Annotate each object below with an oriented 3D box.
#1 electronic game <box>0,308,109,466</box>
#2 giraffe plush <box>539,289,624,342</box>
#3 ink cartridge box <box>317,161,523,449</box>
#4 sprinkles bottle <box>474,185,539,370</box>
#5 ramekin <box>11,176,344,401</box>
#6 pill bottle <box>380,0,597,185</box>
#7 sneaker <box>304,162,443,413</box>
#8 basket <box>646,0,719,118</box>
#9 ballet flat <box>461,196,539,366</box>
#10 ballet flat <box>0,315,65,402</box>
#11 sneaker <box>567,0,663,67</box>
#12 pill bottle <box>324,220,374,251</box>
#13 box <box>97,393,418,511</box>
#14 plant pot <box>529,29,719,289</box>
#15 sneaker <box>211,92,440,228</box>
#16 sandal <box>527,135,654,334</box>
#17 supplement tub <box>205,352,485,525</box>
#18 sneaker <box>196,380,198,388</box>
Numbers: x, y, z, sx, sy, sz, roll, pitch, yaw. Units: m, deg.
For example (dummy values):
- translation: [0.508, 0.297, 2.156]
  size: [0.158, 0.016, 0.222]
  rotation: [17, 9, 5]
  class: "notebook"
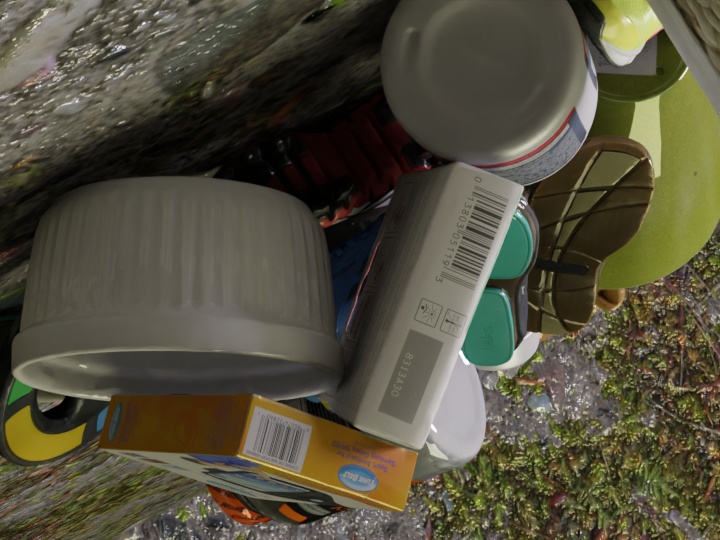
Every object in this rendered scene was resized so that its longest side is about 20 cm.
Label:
- translation: [-0.179, 0.049, 1.283]
  size: [0.200, 0.042, 0.201]
  rotation: [-45, 157, -24]
  class: "electronic game"
- translation: [0.137, -0.006, 1.656]
  size: [0.200, 0.163, 0.172]
  rotation: [-38, -159, -30]
  class: "giraffe plush"
- translation: [0.030, 0.019, 1.143]
  size: [0.200, 0.050, 0.162]
  rotation: [177, -66, -84]
  class: "ink cartridge box"
- translation: [0.095, -0.021, 1.382]
  size: [0.068, 0.068, 0.201]
  rotation: [-25, 132, -21]
  class: "sprinkles bottle"
- translation: [-0.108, 0.014, 1.130]
  size: [0.198, 0.106, 0.200]
  rotation: [0, 167, 0]
  class: "ramekin"
- translation: [0.086, -0.113, 1.159]
  size: [0.119, 0.120, 0.200]
  rotation: [-29, 171, 7]
  class: "pill bottle"
- translation: [0.000, 0.000, 1.278]
  size: [0.201, 0.078, 0.066]
  rotation: [-58, 166, 20]
  class: "sneaker"
- translation: [0.253, -0.178, 1.084]
  size: [0.135, 0.201, 0.124]
  rotation: [-26, 165, -16]
  class: "basket"
- translation: [0.086, -0.012, 1.273]
  size: [0.073, 0.073, 0.201]
  rotation: [-26, 149, -14]
  class: "ballet flat"
- translation: [-0.214, 0.061, 1.385]
  size: [0.068, 0.069, 0.199]
  rotation: [-35, 170, 33]
  class: "ballet flat"
- translation: [0.192, -0.195, 1.198]
  size: [0.090, 0.078, 0.200]
  rotation: [-35, -179, 36]
  class: "sneaker"
- translation: [-0.017, -0.013, 1.430]
  size: [0.199, 0.114, 0.113]
  rotation: [-26, 171, -23]
  class: "pill bottle"
- translation: [-0.071, 0.108, 1.126]
  size: [0.118, 0.042, 0.199]
  rotation: [22, 163, -30]
  class: "box"
- translation: [0.185, -0.112, 1.371]
  size: [0.186, 0.188, 0.200]
  rotation: [-27, 157, -8]
  class: "plant pot"
- translation: [-0.024, -0.060, 1.276]
  size: [0.199, 0.071, 0.098]
  rotation: [-26, 169, -27]
  class: "sneaker"
- translation: [0.149, -0.030, 1.319]
  size: [0.080, 0.054, 0.201]
  rotation: [11, 141, -3]
  class: "sandal"
- translation: [-0.017, 0.115, 1.400]
  size: [0.199, 0.123, 0.122]
  rotation: [-24, 175, 29]
  class: "supplement tub"
- translation: [-0.097, 0.019, 1.281]
  size: [0.080, 0.086, 0.201]
  rotation: [121, -14, -51]
  class: "sneaker"
